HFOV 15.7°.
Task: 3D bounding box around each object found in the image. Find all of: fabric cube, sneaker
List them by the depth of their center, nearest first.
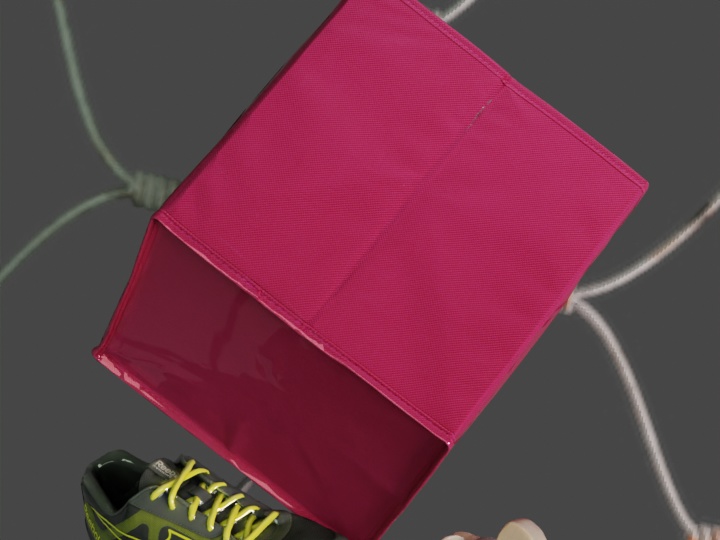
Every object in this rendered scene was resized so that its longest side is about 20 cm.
[{"bbox_3d":[0.000,0.000,1.420,0.200,0.196,0.199,38,63,2],"label":"fabric cube"},{"bbox_3d":[-0.089,0.148,1.455,0.200,0.074,0.085,1,121,40],"label":"sneaker"}]

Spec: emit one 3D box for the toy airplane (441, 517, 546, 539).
[{"bbox_3d":[0.051,0.247,1.463,0.200,0.141,0.199,-21,97,27],"label":"toy airplane"}]
